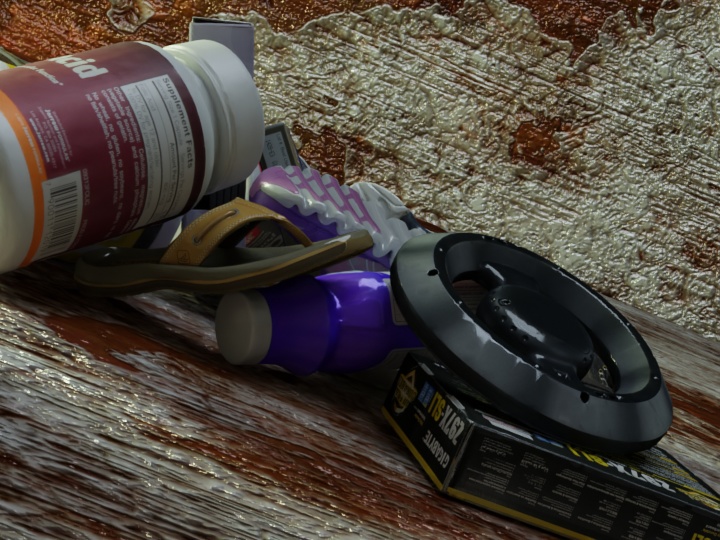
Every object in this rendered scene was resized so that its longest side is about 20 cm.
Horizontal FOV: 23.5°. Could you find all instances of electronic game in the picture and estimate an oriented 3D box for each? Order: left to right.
[{"bbox_3d":[0.107,0.042,1.071,0.199,0.042,0.200,25,25,-13],"label":"electronic game"}]

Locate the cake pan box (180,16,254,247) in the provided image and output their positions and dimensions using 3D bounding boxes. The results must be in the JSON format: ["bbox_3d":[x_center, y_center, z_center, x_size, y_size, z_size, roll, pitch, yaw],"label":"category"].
[{"bbox_3d":[-0.107,-0.087,1.280,0.052,0.185,0.200,1,2,-5],"label":"cake pan box"}]

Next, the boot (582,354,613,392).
[{"bbox_3d":[0.191,0.108,1.416,0.199,0.070,0.174,15,14,-29],"label":"boot"}]

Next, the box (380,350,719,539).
[{"bbox_3d":[0.124,0.121,1.049,0.199,0.050,0.160,21,8,-16],"label":"box"}]

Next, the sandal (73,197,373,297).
[{"bbox_3d":[-0.091,-0.017,1.076,0.199,0.054,0.080,-2,10,22],"label":"sandal"}]

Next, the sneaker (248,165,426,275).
[{"bbox_3d":[0.000,0.000,1.222,0.200,0.089,0.081,29,19,-22],"label":"sneaker"}]

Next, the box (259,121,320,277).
[{"bbox_3d":[-0.049,-0.041,1.361,0.032,0.122,0.200,-17,-4,-2],"label":"box"}]

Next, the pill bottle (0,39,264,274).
[{"bbox_3d":[-0.162,-0.076,1.049,0.114,0.115,0.199,27,33,37],"label":"pill bottle"}]

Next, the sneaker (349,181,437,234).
[{"bbox_3d":[0.051,0.026,1.393,0.199,0.080,0.130,35,-19,11],"label":"sneaker"}]

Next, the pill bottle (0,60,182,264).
[{"bbox_3d":[-0.223,-0.073,1.147,0.199,0.115,0.114,19,7,-38],"label":"pill bottle"}]

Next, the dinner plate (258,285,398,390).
[{"bbox_3d":[-0.007,0.055,1.263,0.199,0.024,0.200,23,6,-3],"label":"dinner plate"}]

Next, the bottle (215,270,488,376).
[{"bbox_3d":[0.002,0.033,1.121,0.199,0.066,0.083,-1,-10,-35],"label":"bottle"}]

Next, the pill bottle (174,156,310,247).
[{"bbox_3d":[-0.103,-0.064,1.547,0.110,0.111,0.200,25,7,21],"label":"pill bottle"}]

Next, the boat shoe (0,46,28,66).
[{"bbox_3d":[-0.262,-0.129,1.229,0.076,0.072,0.200,59,10,30],"label":"boat shoe"}]
